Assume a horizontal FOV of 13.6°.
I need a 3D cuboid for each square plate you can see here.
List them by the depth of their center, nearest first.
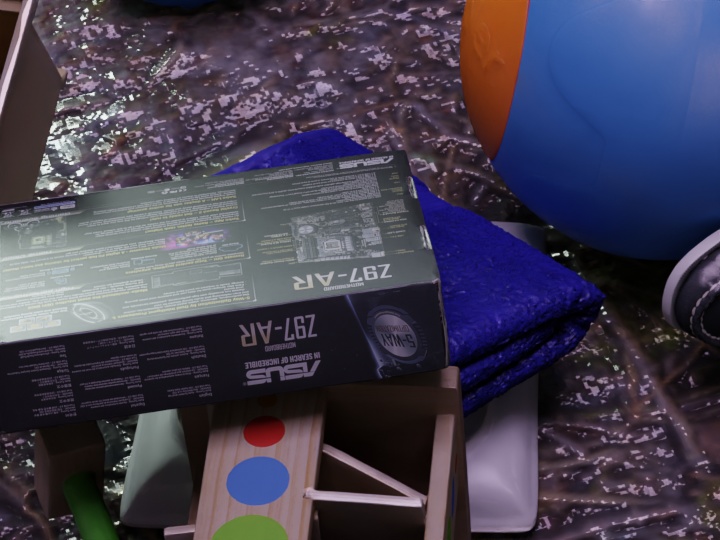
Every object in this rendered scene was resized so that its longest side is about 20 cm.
[{"bbox_3d":[-0.010,0.043,1.468,0.197,0.029,0.201,1,46,5],"label":"square plate"}]

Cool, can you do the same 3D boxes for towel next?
[{"bbox_3d":[0.000,0.000,1.442,0.147,0.050,0.200,-31,45,-30],"label":"towel"}]

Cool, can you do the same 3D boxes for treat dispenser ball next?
[{"bbox_3d":[0.149,-0.106,1.477,0.200,0.201,0.201,-3,46,3],"label":"treat dispenser ball"}]

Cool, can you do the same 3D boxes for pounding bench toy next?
[{"bbox_3d":[-0.057,0.138,1.312,0.199,0.125,0.156,1,46,6],"label":"pounding bench toy"}]

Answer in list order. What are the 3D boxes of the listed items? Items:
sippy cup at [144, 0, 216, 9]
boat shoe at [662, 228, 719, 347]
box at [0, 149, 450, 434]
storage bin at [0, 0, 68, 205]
[{"bbox_3d":[-0.100,-0.223,1.672,0.177,0.140,0.131,-9,56,9],"label":"sippy cup"},{"bbox_3d":[0.242,0.003,1.442,0.199,0.076,0.060,-16,44,-17],"label":"boat shoe"},{"bbox_3d":[-0.067,0.006,1.340,0.199,0.044,0.160,-8,24,-2],"label":"box"},{"bbox_3d":[-0.264,-0.039,1.474,0.198,0.094,0.201,8,72,12],"label":"storage bin"}]
